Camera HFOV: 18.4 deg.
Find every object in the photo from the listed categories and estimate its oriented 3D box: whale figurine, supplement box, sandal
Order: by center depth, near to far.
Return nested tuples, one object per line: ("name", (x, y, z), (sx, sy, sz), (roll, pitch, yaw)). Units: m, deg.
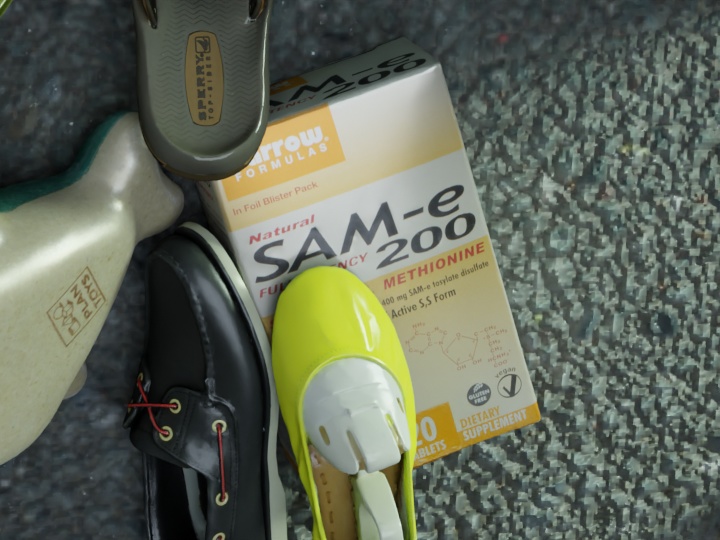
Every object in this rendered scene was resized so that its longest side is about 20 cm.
("sandal", (-0.081, -0.142, 1.024), (0.082, 0.055, 0.200), (-3, 82, -4))
("whale figurine", (-0.175, 0.002, 1.062), (0.200, 0.104, 0.159), (-48, 145, -19))
("supplement box", (0.000, 0.000, 1.112), (0.126, 0.074, 0.200), (-21, 111, -8))

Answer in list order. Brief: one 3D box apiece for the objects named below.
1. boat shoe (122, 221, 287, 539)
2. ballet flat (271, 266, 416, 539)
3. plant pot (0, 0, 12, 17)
("boat shoe", (-0.081, 0.074, 1.101), (0.063, 0.074, 0.201), (-22, 123, -30))
("ballet flat", (0.002, 0.097, 1.069), (0.067, 0.067, 0.200), (-12, 111, -14))
("plant pot", (-0.262, -0.118, 0.927), (0.193, 0.200, 0.200), (35, 95, -10))
